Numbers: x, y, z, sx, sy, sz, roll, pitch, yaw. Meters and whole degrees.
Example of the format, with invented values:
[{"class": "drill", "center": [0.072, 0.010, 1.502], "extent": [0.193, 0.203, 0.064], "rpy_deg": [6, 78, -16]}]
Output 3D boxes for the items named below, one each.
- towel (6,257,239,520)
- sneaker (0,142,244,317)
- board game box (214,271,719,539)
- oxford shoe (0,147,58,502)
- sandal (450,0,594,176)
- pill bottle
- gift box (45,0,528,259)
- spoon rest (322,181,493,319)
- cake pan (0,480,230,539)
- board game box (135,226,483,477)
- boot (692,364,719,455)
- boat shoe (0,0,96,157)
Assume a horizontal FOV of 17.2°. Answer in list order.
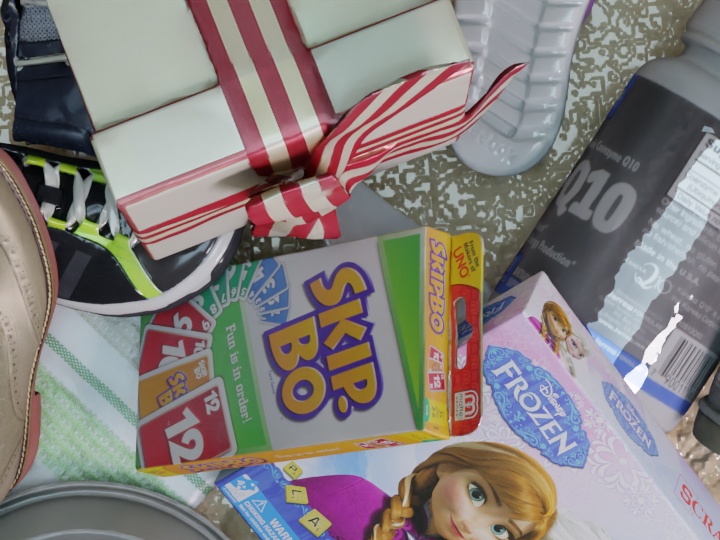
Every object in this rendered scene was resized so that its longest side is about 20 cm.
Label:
[{"class": "towel", "center": [-0.133, 0.065, 1.215], "extent": [0.200, 0.031, 0.149], "rpy_deg": [-45, 94, 0]}, {"class": "sneaker", "center": [-0.157, -0.024, 1.152], "extent": [0.199, 0.083, 0.072], "rpy_deg": [-2, 66, 17]}, {"class": "board game box", "center": [0.065, 0.127, 1.144], "extent": [0.199, 0.041, 0.200], "rpy_deg": [-31, 105, 31]}, {"class": "oxford shoe", "center": [-0.185, 0.035, 1.122], "extent": [0.070, 0.075, 0.201], "rpy_deg": [5, 118, 10]}, {"class": "sandal", "center": [0.088, -0.147, 1.192], "extent": [0.082, 0.050, 0.204], "rpy_deg": [20, 92, 16]}, {"class": "pill bottle", "center": [0.159, -0.032, 1.162], "extent": [0.114, 0.114, 0.200], "rpy_deg": [33, 92, -1]}, {"class": "gift box", "center": [-0.037, -0.111, 1.050], "extent": [0.199, 0.185, 0.188], "rpy_deg": [-21, 84, 2]}, {"class": "spoon rest", "center": [0.000, 0.000, 1.183], "extent": [0.200, 0.061, 0.099], "rpy_deg": [45, 56, 0]}, {"class": "cake pan", "center": [-0.138, 0.206, 1.194], "extent": [0.199, 0.037, 0.201], "rpy_deg": [-1, 103, -6]}, {"class": "board game box", "center": [-0.027, 0.040, 1.120], "extent": [0.199, 0.030, 0.096], "rpy_deg": [-10, 72, 36]}, {"class": "boot", "center": [0.251, -0.003, 1.131], "extent": [0.181, 0.072, 0.201], "rpy_deg": [1, 110, -38]}, {"class": "boat shoe", "center": [-0.082, -0.098, 1.183], "extent": [0.199, 0.075, 0.093], "rpy_deg": [4, 91, 7]}]
